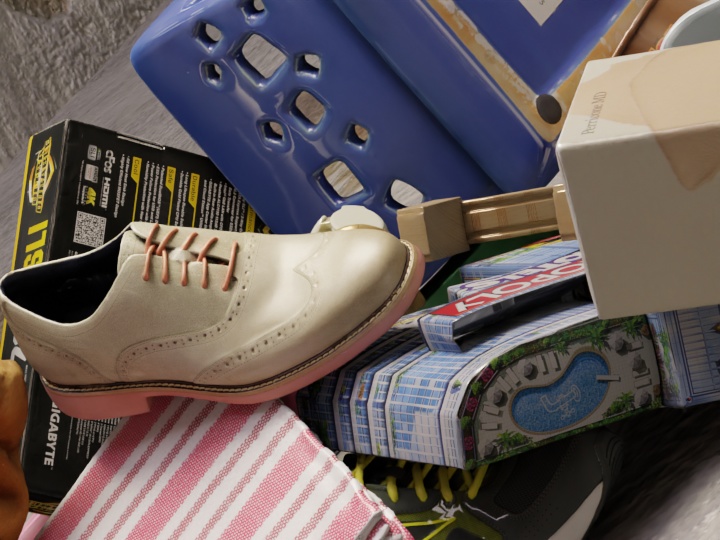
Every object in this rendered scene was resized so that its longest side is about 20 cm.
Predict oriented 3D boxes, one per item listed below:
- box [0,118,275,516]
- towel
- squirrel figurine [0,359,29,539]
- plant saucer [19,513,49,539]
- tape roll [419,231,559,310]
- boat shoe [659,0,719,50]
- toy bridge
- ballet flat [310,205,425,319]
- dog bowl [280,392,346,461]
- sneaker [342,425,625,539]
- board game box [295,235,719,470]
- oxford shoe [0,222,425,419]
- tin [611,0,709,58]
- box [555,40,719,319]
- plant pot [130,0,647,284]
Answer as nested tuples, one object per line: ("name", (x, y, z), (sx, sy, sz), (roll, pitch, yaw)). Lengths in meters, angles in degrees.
("box", (-0.105, 0.036, 1.564), (0.049, 0.159, 0.200), (-18, 62, 55))
("towel", (-0.067, 0.121, 1.290), (0.146, 0.030, 0.200), (-52, 37, 3))
("squirrel figurine", (-0.205, 0.171, 1.327), (0.200, 0.141, 0.187), (96, 164, -50))
("plant saucer", (-0.154, 0.158, 1.643), (0.201, 0.051, 0.201), (-50, -4, -5))
("tape roll", (0.024, 0.028, 1.665), (0.200, 0.048, 0.200), (-39, 12, 10))
("boat shoe", (0.225, -0.094, 1.287), (0.200, 0.071, 0.091), (-4, 8, 2))
("toy bridge", (0.109, -0.029, 1.316), (0.200, 0.027, 0.067), (-7, 6, 38))
("ballet flat", (0.000, 0.000, 1.428), (0.068, 0.063, 0.200), (-1, 3, -5))
("dog bowl", (-0.036, 0.110, 1.453), (0.200, 0.074, 0.200), (-40, 7, 6))
("sneaker", (0.023, 0.110, 1.282), (0.200, 0.085, 0.075), (-34, 15, 32))
("board game box", (0.098, 0.026, 1.265), (0.200, 0.062, 0.200), (-17, 7, -26))
("oxford shoe", (-0.069, 0.013, 1.293), (0.200, 0.074, 0.071), (-16, 41, 26))
("tin", (0.147, -0.083, 1.521), (0.112, 0.042, 0.200), (-54, -10, -5))
("box", (0.184, -0.046, 1.162), (0.200, 0.078, 0.095), (-9, 24, 16))
("plant pot", (0.034, -0.125, 1.564), (0.180, 0.200, 0.200), (-31, 14, 50))
